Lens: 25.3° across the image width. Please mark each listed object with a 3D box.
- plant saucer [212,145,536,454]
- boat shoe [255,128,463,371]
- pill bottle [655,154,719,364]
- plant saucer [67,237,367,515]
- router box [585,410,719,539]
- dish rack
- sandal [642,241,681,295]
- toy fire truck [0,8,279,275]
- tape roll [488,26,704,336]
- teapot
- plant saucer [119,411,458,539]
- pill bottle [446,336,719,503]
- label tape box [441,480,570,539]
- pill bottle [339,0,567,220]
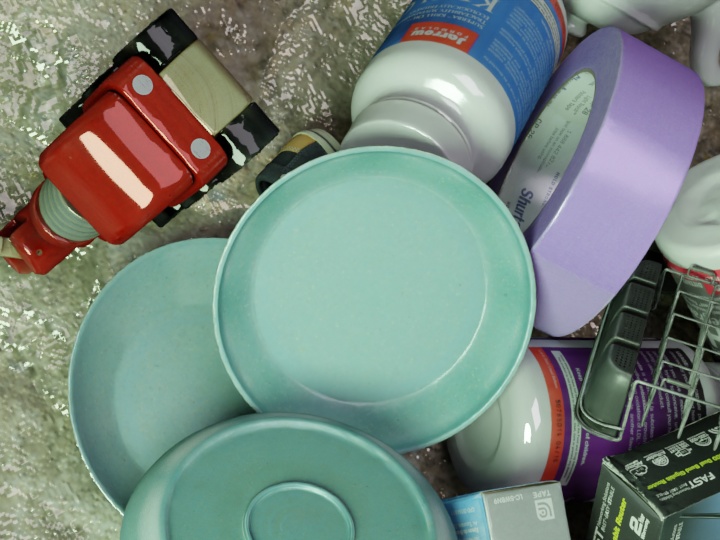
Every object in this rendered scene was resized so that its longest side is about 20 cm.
[{"bbox_3d":[0.008,0.017,0.995,0.199,0.036,0.201,-2,106,-6],"label":"plant saucer"},{"bbox_3d":[0.000,0.000,1.064,0.062,0.075,0.200,-33,87,-28],"label":"boat shoe"},{"bbox_3d":[0.292,0.021,1.142,0.111,0.111,0.200,-51,126,-27],"label":"pill bottle"},{"bbox_3d":[-0.093,0.081,1.015,0.200,0.039,0.202,7,73,-25],"label":"plant saucer"},{"bbox_3d":[0.218,0.191,1.063,0.150,0.200,0.062,-17,41,-28],"label":"router box"},{"bbox_3d":[0.247,0.067,1.019,0.199,0.055,0.154,17,36,9],"label":"dish rack"},{"bbox_3d":[0.235,-0.018,1.198,0.201,0.057,0.080,18,88,-40],"label":"sandal"},{"bbox_3d":[-0.176,-0.050,0.928,0.129,0.176,0.200,48,63,-9],"label":"toy fire truck"},{"bbox_3d":[0.145,-0.059,1.070,0.066,0.200,0.201,27,67,-12],"label":"tape roll"},{"bbox_3d":[0.183,-0.242,1.175,0.197,0.200,0.146,12,113,-55],"label":"teapot"},{"bbox_3d":[-0.036,0.153,0.914,0.199,0.027,0.200,8,44,-8],"label":"plant saucer"},{"bbox_3d":[0.165,0.102,1.097,0.199,0.112,0.113,2,76,-26],"label":"pill bottle"},{"bbox_3d":[0.079,0.240,1.001,0.063,0.144,0.201,-4,80,-29],"label":"label tape box"},{"bbox_3d":[0.060,-0.121,1.070,0.112,0.112,0.200,42,44,-12],"label":"pill bottle"}]
